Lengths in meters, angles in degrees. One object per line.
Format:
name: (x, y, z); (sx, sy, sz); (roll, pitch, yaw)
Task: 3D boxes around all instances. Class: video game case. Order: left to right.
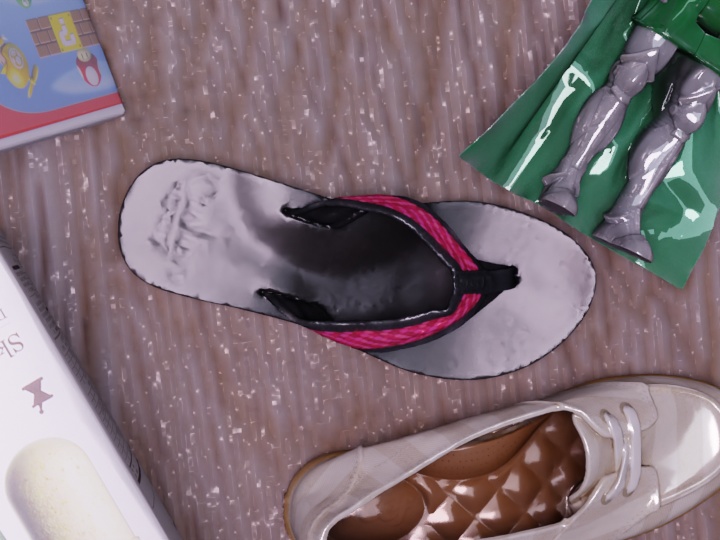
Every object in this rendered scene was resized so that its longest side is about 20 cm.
video game case: (-0.164, -0.141, 0.785); (0.017, 0.143, 0.200); (-18, 94, 26)

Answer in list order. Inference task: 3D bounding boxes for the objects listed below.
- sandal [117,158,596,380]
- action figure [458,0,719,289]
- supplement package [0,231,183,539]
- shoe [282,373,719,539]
sandal: (0.000, 0.000, 0.850); (0.199, 0.045, 0.075); (11, 89, -8)
action figure: (0.136, -0.104, 0.837); (0.118, 0.055, 0.200); (28, 88, -27)
supplement package: (-0.152, 0.105, 0.777); (0.152, 0.151, 0.200); (-30, 94, -7)
shoe: (0.069, 0.089, 0.857); (0.200, 0.053, 0.070); (-13, 93, -8)
